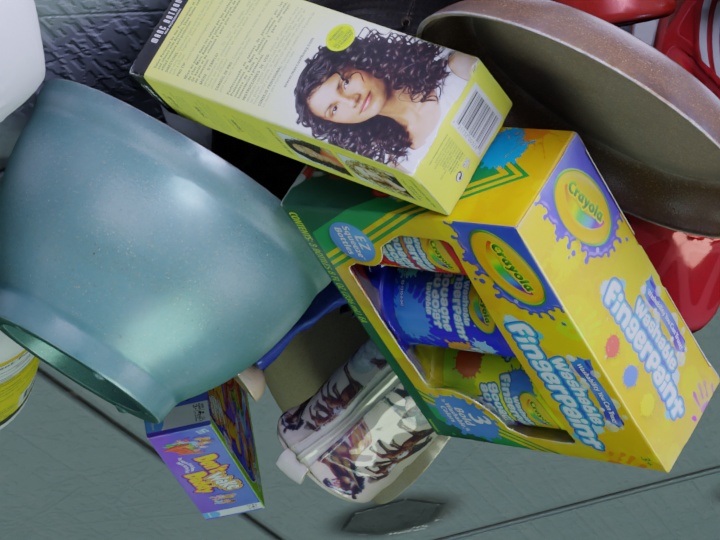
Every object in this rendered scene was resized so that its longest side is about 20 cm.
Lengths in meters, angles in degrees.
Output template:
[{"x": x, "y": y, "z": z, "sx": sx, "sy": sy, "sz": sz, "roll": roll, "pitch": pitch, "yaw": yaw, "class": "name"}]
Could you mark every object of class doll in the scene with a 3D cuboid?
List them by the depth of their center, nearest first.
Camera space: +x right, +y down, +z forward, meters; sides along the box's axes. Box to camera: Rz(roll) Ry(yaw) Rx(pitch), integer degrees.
[{"x": 0.000, "y": 0.000, "z": 1.723, "sx": 0.200, "sy": 0.048, "sz": 0.136, "roll": -36, "pitch": -172, "yaw": -5, "class": "doll"}]

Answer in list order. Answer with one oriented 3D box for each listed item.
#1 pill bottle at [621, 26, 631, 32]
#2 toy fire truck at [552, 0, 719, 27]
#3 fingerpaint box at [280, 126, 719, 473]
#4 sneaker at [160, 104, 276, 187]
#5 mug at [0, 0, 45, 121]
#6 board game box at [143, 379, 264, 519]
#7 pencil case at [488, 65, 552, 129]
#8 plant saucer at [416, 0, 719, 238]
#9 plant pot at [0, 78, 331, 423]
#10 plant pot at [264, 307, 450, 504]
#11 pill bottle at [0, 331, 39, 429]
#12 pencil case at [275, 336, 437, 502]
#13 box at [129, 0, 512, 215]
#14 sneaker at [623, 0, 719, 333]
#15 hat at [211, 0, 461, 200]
[{"x": 0.215, "y": -0.102, "z": 1.677, "sx": 0.113, "sy": 0.114, "sz": 0.200, "roll": -15, "pitch": 158, "yaw": 10, "class": "pill bottle"}, {"x": 0.163, "y": -0.189, "z": 1.477, "sx": 0.200, "sy": 0.112, "sz": 0.168, "roll": -12, "pitch": -178, "yaw": 4, "class": "toy fire truck"}, {"x": 0.077, "y": 0.014, "z": 1.534, "sx": 0.167, "sy": 0.073, "sz": 0.200, "roll": 7, "pitch": 143, "yaw": 41, "class": "fingerpaint box"}, {"x": -0.032, "y": -0.080, "z": 1.692, "sx": 0.115, "sy": 0.074, "sz": 0.200, "roll": -28, "pitch": 154, "yaw": 14, "class": "sneaker"}, {"x": -0.251, "y": -0.135, "z": 1.368, "sx": 0.175, "sy": 0.148, "sz": 0.200, "roll": -14, "pitch": 129, "yaw": -12, "class": "mug"}, {"x": -0.114, "y": 0.078, "z": 1.940, "sx": 0.045, "sy": 0.135, "sz": 0.200, "roll": -12, "pitch": 159, "yaw": 4, "class": "board game box"}, {"x": 0.105, "y": -0.063, "z": 1.577, "sx": 0.088, "sy": 0.088, "sz": 0.200, "roll": -19, "pitch": 121, "yaw": 19, "class": "pencil case"}, {"x": 0.121, "y": -0.083, "z": 1.435, "sx": 0.200, "sy": 0.032, "sz": 0.200, "roll": 28, "pitch": 166, "yaw": 7, "class": "plant saucer"}, {"x": -0.130, "y": 0.002, "z": 1.611, "sx": 0.200, "sy": 0.134, "sz": 0.200, "roll": 30, "pitch": 169, "yaw": 6, "class": "plant pot"}, {"x": 0.004, "y": 0.033, "z": 1.856, "sx": 0.134, "sy": 0.200, "sz": 0.200, "roll": 31, "pitch": 146, "yaw": -10, "class": "plant pot"}, {"x": -0.252, "y": 0.025, "z": 1.775, "sx": 0.112, "sy": 0.113, "sz": 0.200, "roll": -5, "pitch": 157, "yaw": -14, "class": "pill bottle"}, {"x": 0.035, "y": 0.057, "z": 1.714, "sx": 0.200, "sy": 0.078, "sz": 0.089, "roll": -45, "pitch": 154, "yaw": 21, "class": "pencil case"}, {"x": -0.023, "y": -0.097, "z": 1.483, "sx": 0.200, "sy": 0.075, "sz": 0.050, "roll": 20, "pitch": 165, "yaw": 35, "class": "box"}, {"x": 0.188, "y": -0.055, "z": 1.507, "sx": 0.078, "sy": 0.200, "sz": 0.116, "roll": -8, "pitch": -166, "yaw": -23, "class": "sneaker"}, {"x": 0.018, "y": -0.079, "z": 1.608, "sx": 0.200, "sy": 0.081, "sz": 0.201, "roll": -17, "pitch": 135, "yaw": -18, "class": "hat"}]
